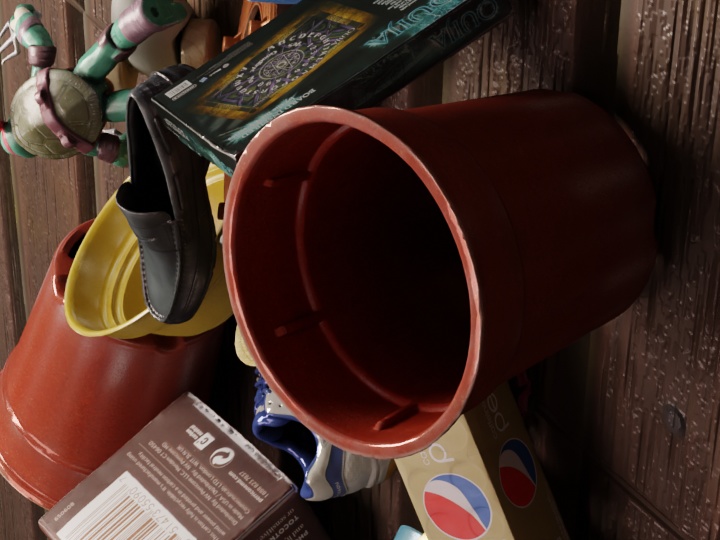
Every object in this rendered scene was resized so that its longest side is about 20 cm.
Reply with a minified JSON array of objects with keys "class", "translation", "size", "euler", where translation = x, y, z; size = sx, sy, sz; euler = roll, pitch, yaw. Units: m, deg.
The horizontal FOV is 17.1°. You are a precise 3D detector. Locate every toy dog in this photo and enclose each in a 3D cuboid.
[{"class":"toy dog","translation":[-0.157,-0.222,1.794],"size":[0.097,0.131,0.200],"euler":[-85,7,-46]}]

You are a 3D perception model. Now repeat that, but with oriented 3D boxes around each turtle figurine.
[{"class":"turtle figurine","translation":[-0.202,-0.126,1.761],"size":[0.199,0.101,0.150],"euler":[-21,116,35]}]

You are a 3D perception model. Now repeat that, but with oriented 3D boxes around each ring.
[{"class":"ring","translation":[-0.085,-0.124,1.704],"size":[0.200,0.019,0.201],"euler":[-175,90,-80]}]

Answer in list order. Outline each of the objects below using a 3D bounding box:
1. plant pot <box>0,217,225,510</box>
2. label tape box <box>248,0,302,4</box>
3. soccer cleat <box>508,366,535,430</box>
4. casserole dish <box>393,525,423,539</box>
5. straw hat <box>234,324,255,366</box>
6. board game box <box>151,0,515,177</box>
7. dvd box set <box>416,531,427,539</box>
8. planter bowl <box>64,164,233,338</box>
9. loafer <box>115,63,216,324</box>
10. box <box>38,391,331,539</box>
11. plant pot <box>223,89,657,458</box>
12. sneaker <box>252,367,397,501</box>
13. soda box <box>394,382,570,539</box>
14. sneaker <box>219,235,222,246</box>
[{"class":"plant pot","translation":[-0.202,0.072,1.995],"size":[0.201,0.200,0.196],"euler":[51,141,28]},{"class":"label tape box","translation":[-0.047,-0.294,1.554],"size":[0.144,0.066,0.201],"euler":[108,158,-52]},{"class":"soccer cleat","translation":[0.073,0.054,1.607],"size":[0.086,0.070,0.201],"euler":[35,131,34]},{"class":"casserole dish","translation":[0.086,0.256,1.709],"size":[0.200,0.039,0.121],"euler":[30,156,41]},{"class":"straw hat","translation":[0.000,0.000,1.656],"size":[0.085,0.202,0.201],"euler":[32,160,-19]},{"class":"board game box","translation":[-0.019,-0.131,1.477],"size":[0.135,0.200,0.028],"euler":[38,159,57]},{"class":"dvd box set","translation":[0.065,0.243,1.630],"size":[0.029,0.200,0.146],"euler":[34,-165,-41]},{"class":"planter bowl","translation":[-0.133,-0.011,1.862],"size":[0.083,0.201,0.200],"euler":[40,166,-30]},{"class":"loafer","translation":[-0.142,-0.049,1.690],"size":[0.068,0.070,0.201],"euler":[34,132,39]},{"class":"box","translation":[-0.117,0.241,1.914],"size":[0.166,0.164,0.200],"euler":[36,163,44]},{"class":"plant pot","translation":[0.058,-0.015,1.400],"size":[0.200,0.195,0.202],"euler":[17,116,40]},{"class":"sneaker","translation":[-0.052,0.086,1.834],"size":[0.200,0.088,0.075],"euler":[54,151,26]},{"class":"soda box","translation":[0.063,0.108,1.549],"size":[0.068,0.064,0.201],"euler":[-12,108,35]},{"class":"sneaker","translation":[-0.029,0.032,1.746],"size":[0.200,0.093,0.070],"euler":[57,151,20]}]
